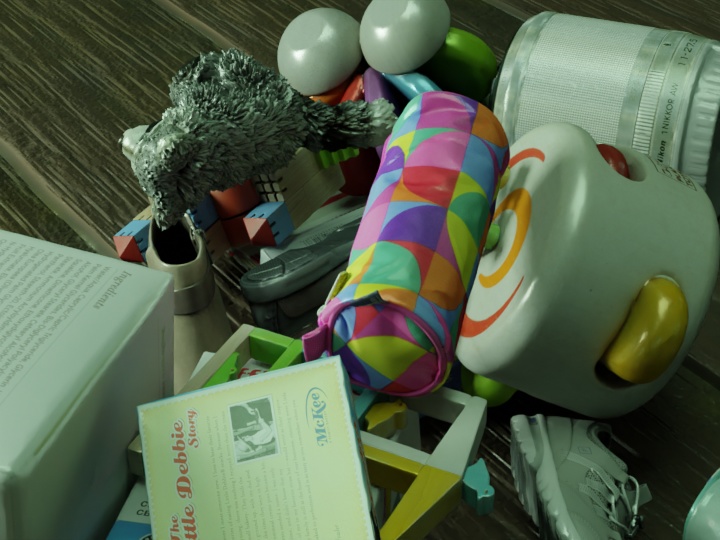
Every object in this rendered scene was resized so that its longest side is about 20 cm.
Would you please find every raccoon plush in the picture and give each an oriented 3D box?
[{"bbox_3d":[-0.073,-0.096,1.086,0.197,0.098,0.135,-8,31,6],"label":"raccoon plush"}]

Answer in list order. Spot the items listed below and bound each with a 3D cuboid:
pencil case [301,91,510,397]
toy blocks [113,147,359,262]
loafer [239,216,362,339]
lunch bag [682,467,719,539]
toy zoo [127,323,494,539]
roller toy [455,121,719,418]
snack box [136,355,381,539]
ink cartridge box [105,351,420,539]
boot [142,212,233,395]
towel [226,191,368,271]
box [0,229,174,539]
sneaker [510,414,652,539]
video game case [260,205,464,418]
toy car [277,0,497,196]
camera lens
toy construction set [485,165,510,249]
[{"bbox_3d":[0.033,-0.019,0.906,0.087,0.089,0.201,7,45,16],"label":"pencil case"},{"bbox_3d":[-0.112,-0.057,1.210,0.198,0.101,0.137,1,32,38],"label":"toy blocks"},{"bbox_3d":[0.000,0.000,1.125,0.198,0.064,0.072,-24,18,-30],"label":"loafer"},{"bbox_3d":[0.281,0.156,0.884,0.199,0.162,0.077,-31,37,-24],"label":"lunch bag"},{"bbox_3d":[-0.015,0.099,0.856,0.198,0.021,0.131,17,39,24],"label":"toy zoo"},{"bbox_3d":[0.156,0.002,1.038,0.138,0.200,0.185,21,65,-17],"label":"roller toy"},{"bbox_3d":[-0.045,0.151,0.766,0.115,0.037,0.202,-13,61,3],"label":"snack box"},{"bbox_3d":[-0.053,0.172,0.902,0.145,0.148,0.201,5,36,13],"label":"ink cartridge box"},{"bbox_3d":[-0.117,0.053,1.077,0.069,0.148,0.200,-15,36,-16],"label":"boot"},{"bbox_3d":[-0.026,-0.019,1.281,0.143,0.023,0.199,-26,42,-30],"label":"towel"},{"bbox_3d":[-0.218,0.111,0.865,0.169,0.201,0.201,14,35,13],"label":"box"},{"bbox_3d":[0.152,0.154,0.967,0.081,0.076,0.201,-9,35,-3],"label":"sneaker"},{"bbox_3d":[0.051,0.018,1.173,0.198,0.046,0.181,-23,50,-24],"label":"video game case"},{"bbox_3d":[0.024,-0.139,1.311,0.198,0.175,0.152,-10,56,27],"label":"toy car"},{"bbox_3d":[0.218,-0.130,1.287,0.198,0.162,0.160,13,38,22],"label":"camera lens"},{"bbox_3d":[0.033,0.018,1.025,0.092,0.131,0.202,31,63,-13],"label":"toy construction set"}]
